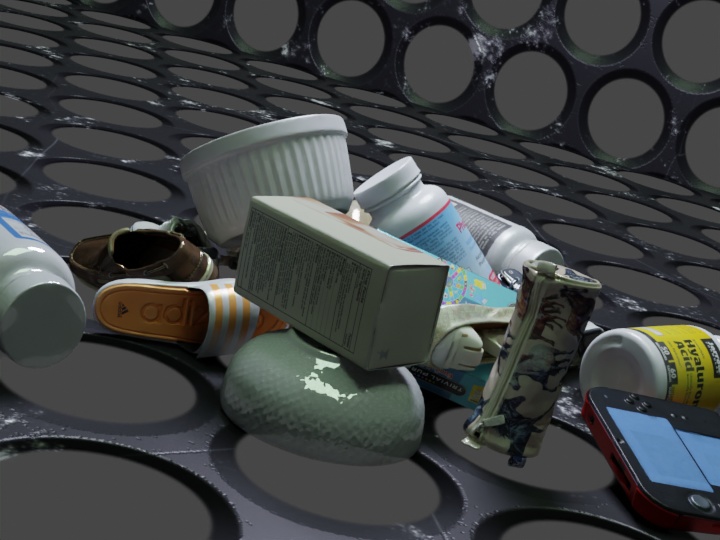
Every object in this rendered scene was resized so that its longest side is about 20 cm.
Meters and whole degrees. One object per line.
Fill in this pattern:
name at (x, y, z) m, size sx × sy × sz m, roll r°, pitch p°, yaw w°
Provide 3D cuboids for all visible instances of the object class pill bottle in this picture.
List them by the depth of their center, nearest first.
pill bottle at (-0.334, 0.014, 1.296) m, size 0.111 × 0.114 × 0.199 m, roll 3°, pitch 19°, yaw -36°
pill bottle at (0.345, 0.118, 1.556) m, size 0.198 × 0.113 × 0.111 m, roll -1°, pitch 21°, yaw -44°
pill bottle at (0.077, -0.028, 1.639) m, size 0.108 × 0.201 × 0.109 m, roll -31°, pitch 10°, yaw 6°
pill bottle at (0.171, -0.019, 1.882) m, size 0.199 × 0.115 × 0.112 m, roll 27°, pitch 19°, yaw 39°

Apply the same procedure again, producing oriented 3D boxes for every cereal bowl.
cereal bowl at (-0.029, 0.105, 1.311) m, size 0.197 × 0.084 × 0.200 m, roll 14°, pitch 14°, yaw -4°

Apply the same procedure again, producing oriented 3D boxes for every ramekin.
ramekin at (-0.101, -0.098, 1.591) m, size 0.197 × 0.107 × 0.200 m, roll -15°, pitch -4°, yaw -1°

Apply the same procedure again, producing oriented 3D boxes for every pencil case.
pencil case at (0.164, 0.084, 1.331) m, size 0.077 × 0.202 × 0.089 m, roll 26°, pitch 16°, yaw 26°

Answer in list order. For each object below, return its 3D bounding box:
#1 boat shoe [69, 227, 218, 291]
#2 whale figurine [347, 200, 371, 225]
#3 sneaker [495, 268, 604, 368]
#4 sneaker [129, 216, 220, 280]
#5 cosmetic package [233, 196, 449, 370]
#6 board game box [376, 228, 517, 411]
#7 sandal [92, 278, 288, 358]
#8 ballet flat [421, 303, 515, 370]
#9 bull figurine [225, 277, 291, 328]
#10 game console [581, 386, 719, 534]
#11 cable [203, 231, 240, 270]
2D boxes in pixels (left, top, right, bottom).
boat shoe at (-0.243, -0.020, 1.477) m, size 0.200 × 0.075 × 0.075 m, roll 3°, pitch -33°, yaw 34°
whale figurine at (-0.015, 0.002, 1.694) m, size 0.159 × 0.104 × 0.200 m, roll 47°, pitch 38°, yaw -7°
sneaker at (0.192, 0.058, 1.664) m, size 0.146 × 0.078 × 0.201 m, roll 36°, pitch 14°, yaw 28°
sneaker at (-0.215, -0.030, 1.643) m, size 0.072 × 0.072 × 0.199 m, roll 3°, pitch 19°, yaw -37°
cosmetic package at (-0.021, 0.008, 1.310) m, size 0.087 × 0.105 × 0.199 m, roll -2°, pitch 23°, yaw -44°
board game box at (0.084, 0.058, 1.468) m, size 0.198 × 0.047 × 0.152 m, roll 25°, pitch 42°, yaw -6°
sandal at (-0.167, 0.053, 1.399) m, size 0.203 × 0.080 × 0.059 m, roll 2°, pitch 19°, yaw -13°
ballet flat at (0.121, 0.069, 1.386) m, size 0.198 × 0.068 × 0.062 m, roll -6°, pitch 36°, yaw -32°
bull figurine at (-0.105, 0.035, 1.501) m, size 0.197 × 0.066 × 0.121 m, roll 10°, pitch 11°, yaw 17°
game console at (0.320, 0.187, 1.366) m, size 0.174 × 0.031 × 0.201 m, roll 9°, pitch 29°, yaw -18°
cable at (-0.098, -0.017, 1.745) m, size 0.198 × 0.051 × 0.097 m, roll 3°, pitch 22°, yaw -34°
